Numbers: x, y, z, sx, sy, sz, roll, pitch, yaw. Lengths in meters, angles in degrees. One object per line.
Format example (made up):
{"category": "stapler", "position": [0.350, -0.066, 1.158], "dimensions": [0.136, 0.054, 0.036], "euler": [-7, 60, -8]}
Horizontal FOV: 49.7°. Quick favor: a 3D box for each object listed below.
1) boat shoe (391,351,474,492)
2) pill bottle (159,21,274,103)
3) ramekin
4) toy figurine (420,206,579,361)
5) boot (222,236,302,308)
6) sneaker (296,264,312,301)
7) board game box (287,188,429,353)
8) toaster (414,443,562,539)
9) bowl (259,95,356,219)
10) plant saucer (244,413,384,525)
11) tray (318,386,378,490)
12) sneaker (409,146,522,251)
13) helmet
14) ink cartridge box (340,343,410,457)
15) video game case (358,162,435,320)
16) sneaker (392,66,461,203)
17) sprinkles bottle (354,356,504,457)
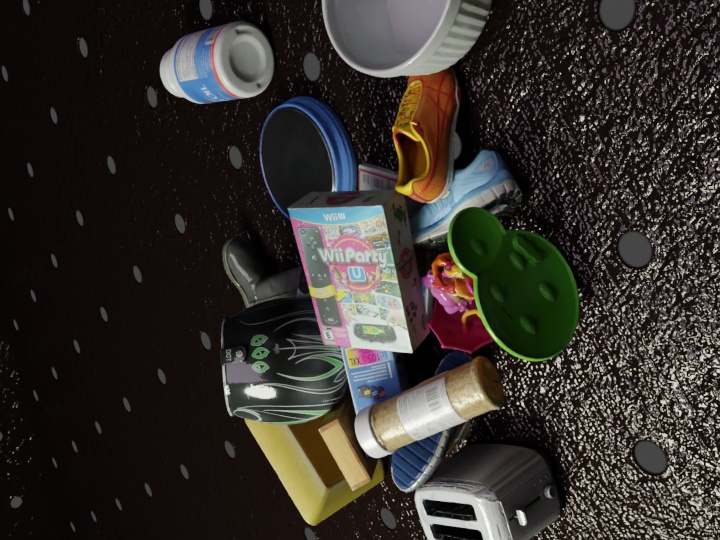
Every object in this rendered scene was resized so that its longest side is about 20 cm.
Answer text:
{"category": "boat shoe", "position": [0.114, 0.212, 1.054], "dimensions": [0.072, 0.072, 0.202], "euler": [34, 97, 45]}
{"category": "pill bottle", "position": [-0.236, -0.326, 1.242], "dimensions": [0.198, 0.111, 0.114], "euler": [7, 112, 48]}
{"category": "ramekin", "position": [0.059, -0.320, 0.889], "dimensions": [0.198, 0.104, 0.205], "euler": [3, 94, 43]}
{"category": "toy figurine", "position": [0.136, 0.031, 0.956], "dimensions": [0.200, 0.151, 0.184], "euler": [43, 152, -11]}
{"category": "boot", "position": [-0.143, 0.014, 1.312], "dimensions": [0.199, 0.072, 0.184], "euler": [-12, 108, 58]}
{"category": "sneaker", "position": [-0.035, -0.025, 1.150], "dimensions": [0.199, 0.074, 0.116], "euler": [-25, 64, 51]}
{"category": "board game box", "position": [0.000, 0.000, 1.011], "dimensions": [0.145, 0.064, 0.203], "euler": [1, 115, 33]}
{"category": "toaster", "position": [0.163, 0.310, 1.057], "dimensions": [0.198, 0.128, 0.116], "euler": [-11, 98, 50]}
{"category": "bowl", "position": [-0.086, -0.163, 1.201], "dimensions": [0.199, 0.039, 0.204], "euler": [24, 123, 41]}
{"category": "plant saucer", "position": [-0.059, 0.274, 1.246], "dimensions": [0.201, 0.199, 0.049], "euler": [54, 126, 16]}
{"category": "tray", "position": [-0.006, 0.241, 1.174], "dimensions": [0.037, 0.200, 0.100], "euler": [-29, 93, 12]}
{"category": "sneaker", "position": [0.118, -0.087, 0.991], "dimensions": [0.199, 0.077, 0.092], "euler": [-31, 65, 42]}
{"category": "helmet", "position": [-0.104, 0.133, 1.147], "dimensions": [0.200, 0.187, 0.204], "euler": [176, 90, -86]}
{"category": "ink cartridge box", "position": [0.033, 0.177, 1.134], "dimensions": [0.075, 0.137, 0.204], "euler": [-9, 102, 8]}
{"category": "video game case", "position": [0.050, -0.041, 1.116], "dimensions": [0.142, 0.017, 0.204], "euler": [23, 122, 41]}
{"category": "sneaker", "position": [0.076, -0.186, 0.946], "dimensions": [0.072, 0.076, 0.204], "euler": [-15, 69, 45]}
{"category": "sprinkles bottle", "position": [0.086, 0.177, 0.995], "dimensions": [0.198, 0.068, 0.069], "euler": [-29, 84, 30]}
